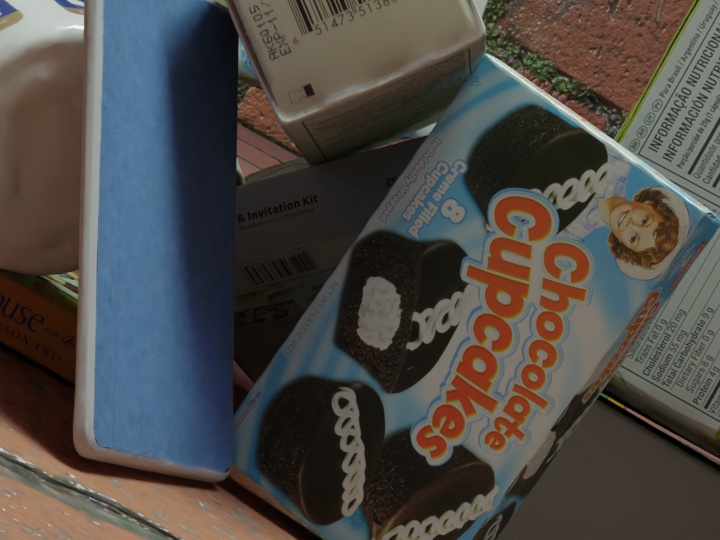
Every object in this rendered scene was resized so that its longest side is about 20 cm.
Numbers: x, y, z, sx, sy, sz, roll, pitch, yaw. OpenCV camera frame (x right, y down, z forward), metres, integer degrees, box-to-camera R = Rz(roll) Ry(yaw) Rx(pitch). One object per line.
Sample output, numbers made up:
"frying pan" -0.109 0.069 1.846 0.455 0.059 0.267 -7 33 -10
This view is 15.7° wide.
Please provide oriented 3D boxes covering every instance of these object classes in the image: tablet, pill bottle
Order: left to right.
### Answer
"pill bottle" -0.165 -0.083 1.135 0.111 0.111 0.200 27 7 -35
"tablet" -0.080 -0.021 1.036 0.014 0.201 0.130 -3 -10 22

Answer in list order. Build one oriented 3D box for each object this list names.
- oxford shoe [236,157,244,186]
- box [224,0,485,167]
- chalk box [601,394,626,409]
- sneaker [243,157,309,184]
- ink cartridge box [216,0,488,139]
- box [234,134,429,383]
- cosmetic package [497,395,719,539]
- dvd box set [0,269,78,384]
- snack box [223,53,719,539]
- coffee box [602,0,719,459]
"oxford shoe" -0.100 -0.085 1.232 0.058 0.075 0.200 -109 -179 -57
"box" 0.000 -0.102 1.124 0.200 0.095 0.078 67 0 -86
"chalk box" 0.108 0.021 1.571 0.124 0.200 0.124 29 5 -14
"sneaker" 0.014 -0.035 1.327 0.199 0.075 0.081 -10 -11 -8
"ink cartridge box" -0.049 -0.138 1.331 0.200 0.085 0.145 21 0 -7
"box" 0.000 0.000 1.260 0.200 0.156 0.041 57 19 -68
"cosmetic package" 0.095 0.105 1.233 0.200 0.102 0.074 32 3 -1
"dvd box set" -0.154 0.006 1.165 0.200 0.029 0.146 30 5 -8
"snack box" 0.042 0.027 1.070 0.116 0.200 0.037 37 7 19
"coffee box" 0.211 -0.003 1.190 0.198 0.200 0.200 29 -2 14
